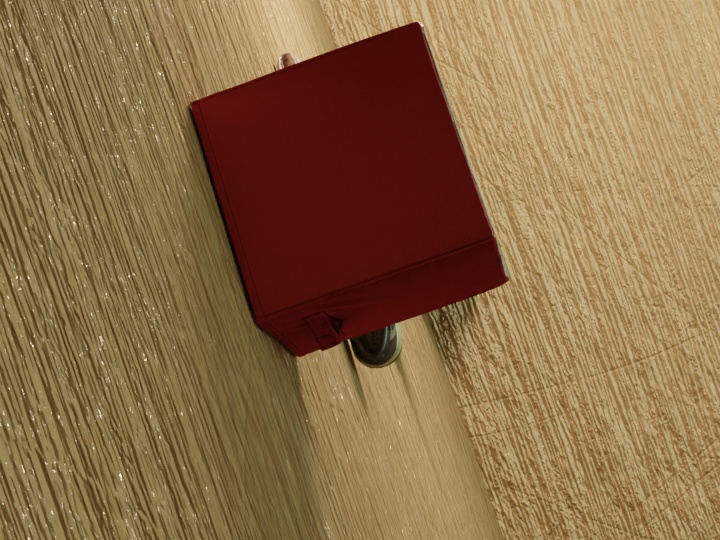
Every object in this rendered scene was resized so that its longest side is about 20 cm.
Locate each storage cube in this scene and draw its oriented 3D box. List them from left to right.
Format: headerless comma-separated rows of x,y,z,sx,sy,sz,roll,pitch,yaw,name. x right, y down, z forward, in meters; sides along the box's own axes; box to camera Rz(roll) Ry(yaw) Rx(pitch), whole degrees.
-0.002,-0.054,1.297,0.171,0.180,0.200,53,17,-76,storage cube

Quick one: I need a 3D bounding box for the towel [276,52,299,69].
-0.047,-0.129,2.016,0.191,0.032,0.200,-101,170,-55,towel

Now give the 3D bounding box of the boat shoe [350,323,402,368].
0.000,0.000,1.776,0.065,0.073,0.200,77,-5,-83,boat shoe
